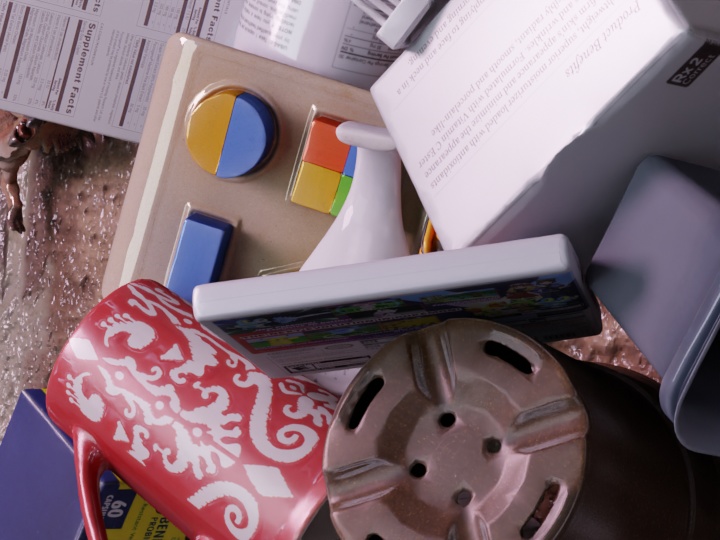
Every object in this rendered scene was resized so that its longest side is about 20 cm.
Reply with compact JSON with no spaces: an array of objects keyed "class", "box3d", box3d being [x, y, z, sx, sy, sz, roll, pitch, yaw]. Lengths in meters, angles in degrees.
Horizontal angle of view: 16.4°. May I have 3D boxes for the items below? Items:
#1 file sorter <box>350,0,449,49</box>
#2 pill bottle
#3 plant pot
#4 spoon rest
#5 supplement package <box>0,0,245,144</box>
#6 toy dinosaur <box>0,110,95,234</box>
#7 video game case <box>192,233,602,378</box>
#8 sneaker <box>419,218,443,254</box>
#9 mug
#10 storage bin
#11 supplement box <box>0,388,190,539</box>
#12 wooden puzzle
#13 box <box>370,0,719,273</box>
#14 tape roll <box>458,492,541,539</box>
[{"class":"file sorter","box3d":[0.035,-0.222,1.439,0.124,0.200,0.139,39,104,6]},{"class":"pill bottle","box3d":[-0.017,-0.172,1.620,0.113,0.113,0.201,30,108,44]},{"class":"plant pot","box3d":[0.086,0.122,1.378,0.199,0.198,0.201,-8,70,21]},{"class":"spoon rest","box3d":[0.000,0.000,1.524,0.099,0.061,0.201,12,115,9]},{"class":"supplement package","box3d":[-0.184,-0.183,1.703,0.152,0.199,0.151,-127,51,-70]},{"class":"toy dinosaur","box3d":[-0.259,-0.127,1.904,0.136,0.086,0.200,-46,39,22]},{"class":"video game case","box3d":[0.026,0.022,1.368,0.199,0.182,0.023,-8,77,9]},{"class":"sneaker","box3d":[0.068,0.003,1.543,0.078,0.077,0.201,20,103,44]},{"class":"mug","box3d":[-0.095,0.108,1.493,0.200,0.177,0.134,35,128,22]},{"class":"storage bin","box3d":[0.223,0.007,1.301,0.134,0.199,0.146,49,121,48]},{"class":"supplement box","box3d":[-0.136,0.151,1.656,0.110,0.199,0.109,43,119,39]},{"class":"wooden puzzle","box3d":[-0.057,-0.034,1.569,0.199,0.046,0.186,19,103,11]},{"class":"box","box3d":[0.152,-0.102,1.372,0.199,0.199,0.131,-46,55,34]},{"class":"tape roll","box3d":[0.041,0.233,1.558,0.202,0.071,0.203,-6,82,47]}]
